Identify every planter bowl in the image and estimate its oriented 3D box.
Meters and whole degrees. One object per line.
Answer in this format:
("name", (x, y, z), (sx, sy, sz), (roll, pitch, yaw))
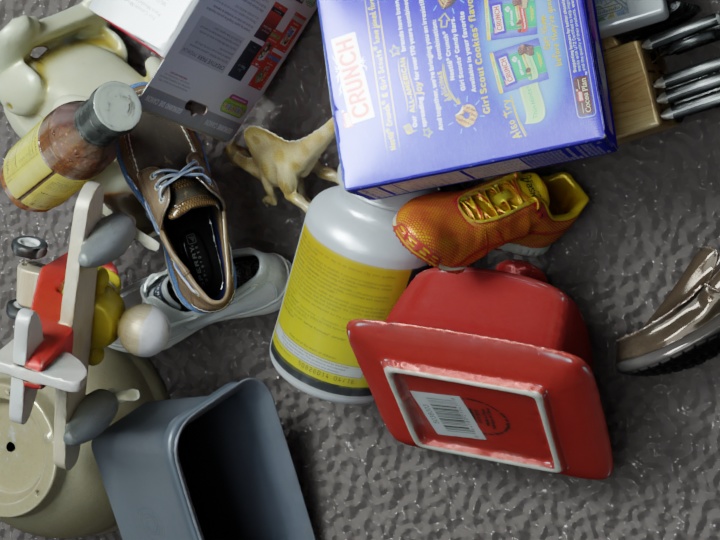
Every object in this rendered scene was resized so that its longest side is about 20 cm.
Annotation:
("planter bowl", (-0.288, 0.152, 1.647), (0.199, 0.135, 0.201), (2, 95, 25))

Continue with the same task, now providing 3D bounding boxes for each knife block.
("knife block", (0.209, -0.126, 1.431), (0.175, 0.064, 0.201), (32, 106, 20))

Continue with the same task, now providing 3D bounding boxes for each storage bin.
("storage bin", (-0.137, 0.195, 1.580), (0.134, 0.145, 0.201), (-1, 112, 40))

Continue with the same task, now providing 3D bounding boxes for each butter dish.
("butter dish", (0.111, 0.059, 1.451), (0.199, 0.200, 0.148), (8, 59, 21))

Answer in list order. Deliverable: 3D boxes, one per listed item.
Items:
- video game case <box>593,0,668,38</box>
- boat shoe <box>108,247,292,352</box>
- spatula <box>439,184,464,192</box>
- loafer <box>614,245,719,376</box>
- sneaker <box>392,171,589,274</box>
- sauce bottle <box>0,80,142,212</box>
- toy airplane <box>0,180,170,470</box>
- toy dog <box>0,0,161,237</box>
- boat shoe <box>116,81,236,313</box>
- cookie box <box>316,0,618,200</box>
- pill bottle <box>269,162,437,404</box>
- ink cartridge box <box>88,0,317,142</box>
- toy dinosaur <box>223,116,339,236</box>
("video game case", (0.125, -0.253, 1.423), (0.199, 0.023, 0.183), (-15, 73, 17))
("boat shoe", (-0.156, 0.024, 1.600), (0.199, 0.068, 0.072), (-9, 68, 25))
("spatula", (0.052, -0.109, 1.485), (0.056, 0.021, 0.200), (1, 126, 54))
("loafer", (0.279, 0.017, 1.414), (0.200, 0.073, 0.071), (-32, 70, 19))
("sneaker", (0.099, -0.049, 1.414), (0.073, 0.200, 0.077), (52, 127, 19))
("sauce bottle", (-0.228, -0.099, 1.454), (0.200, 0.066, 0.066), (-23, 83, 57))
("toy airplane", (-0.226, 0.048, 1.499), (0.140, 0.200, 0.200), (6, 69, -8))
("toy dog", (-0.229, -0.116, 1.598), (0.200, 0.139, 0.194), (50, 130, 13))
("boat shoe", (-0.144, -0.062, 1.502), (0.072, 0.072, 0.201), (-25, 98, -15))
("cookie box", (0.078, -0.155, 1.365), (0.199, 0.075, 0.172), (-10, 81, 15))
("pill bottle", (0.000, 0.000, 1.491), (0.112, 0.112, 0.201), (28, 119, 20))
("ink cartridge box", (-0.128, -0.210, 1.490), (0.084, 0.200, 0.176), (34, 96, 19))
("toy dinosaur", (-0.055, -0.085, 1.526), (0.101, 0.058, 0.200), (51, 149, -17))
